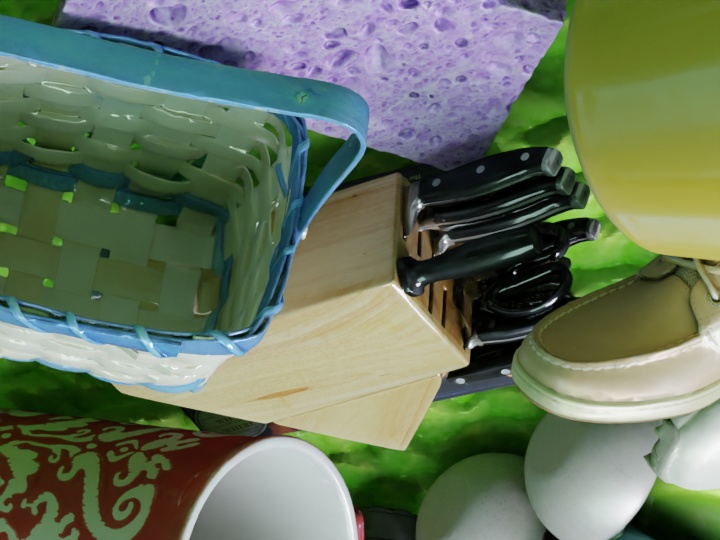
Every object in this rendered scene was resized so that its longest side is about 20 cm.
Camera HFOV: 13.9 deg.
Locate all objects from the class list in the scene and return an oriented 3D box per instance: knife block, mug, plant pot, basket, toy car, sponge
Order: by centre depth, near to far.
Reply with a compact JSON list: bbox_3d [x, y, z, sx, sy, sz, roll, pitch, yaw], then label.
[{"bbox_3d":[0.191,-0.079,1.146,0.189,0.201,0.201,-6,144,40],"label":"plant pot"},{"bbox_3d":[-0.104,-0.037,1.205,0.176,0.139,0.200,13,156,-11],"label":"basket"},{"bbox_3d":[-0.023,-0.107,1.248,0.200,0.030,0.112,16,141,-14],"label":"sponge"},{"bbox_3d":[0.000,0.000,1.300,0.200,0.064,0.176,12,141,-9],"label":"knife block"},{"bbox_3d":[-0.107,0.143,1.463,0.200,0.134,0.177,7,161,38],"label":"mug"},{"bbox_3d":[0.132,0.164,1.484,0.175,0.150,0.200,30,136,-28],"label":"toy car"}]

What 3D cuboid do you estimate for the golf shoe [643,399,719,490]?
[{"bbox_3d":[0.235,0.080,1.364,0.200,0.097,0.078,-13,148,-11],"label":"golf shoe"}]

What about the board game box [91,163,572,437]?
[{"bbox_3d":[-0.010,0.017,1.403,0.200,0.035,0.136,-14,139,22],"label":"board game box"}]

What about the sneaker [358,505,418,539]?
[{"bbox_3d":[0.006,0.197,1.563,0.060,0.104,0.200,5,150,1],"label":"sneaker"}]

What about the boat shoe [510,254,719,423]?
[{"bbox_3d":[0.152,0.007,1.246,0.200,0.072,0.065,-16,130,-24],"label":"boat shoe"}]
